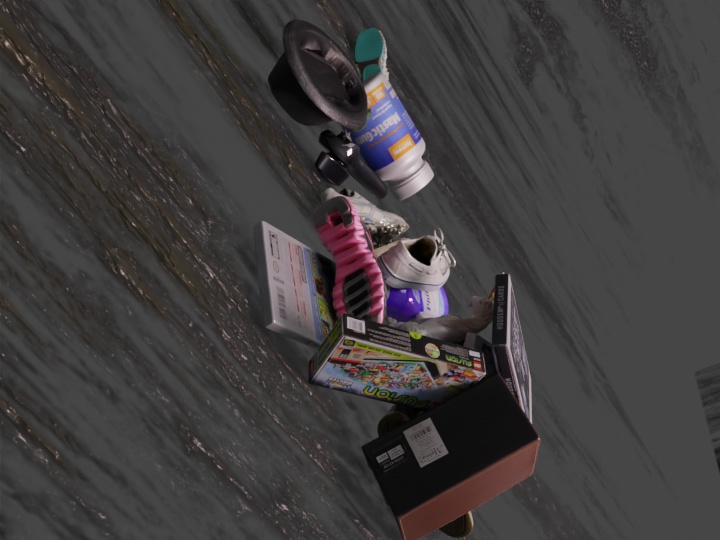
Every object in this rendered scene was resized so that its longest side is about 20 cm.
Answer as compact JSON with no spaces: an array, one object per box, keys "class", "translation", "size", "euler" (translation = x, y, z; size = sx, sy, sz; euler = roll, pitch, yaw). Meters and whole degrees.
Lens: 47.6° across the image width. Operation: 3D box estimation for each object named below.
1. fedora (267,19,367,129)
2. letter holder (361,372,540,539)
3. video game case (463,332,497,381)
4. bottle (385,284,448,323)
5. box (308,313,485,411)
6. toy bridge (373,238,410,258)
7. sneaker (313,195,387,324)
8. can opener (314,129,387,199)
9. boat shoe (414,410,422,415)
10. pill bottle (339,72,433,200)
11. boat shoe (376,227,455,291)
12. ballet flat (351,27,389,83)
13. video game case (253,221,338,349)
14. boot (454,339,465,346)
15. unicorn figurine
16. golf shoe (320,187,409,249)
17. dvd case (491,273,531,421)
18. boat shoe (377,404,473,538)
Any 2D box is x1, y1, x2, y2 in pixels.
[{"class":"fedora","translation":[-0.076,-0.285,1.269],"size":[0.200,0.091,0.203],"euler":[39,37,-36]},{"class":"letter holder","translation":[0.117,0.245,1.039],"size":[0.101,0.197,0.143],"euler":[59,-9,33]},{"class":"video game case","translation":[0.183,0.184,1.178],"size":[0.199,0.018,0.146],"euler":[31,72,-54]},{"class":"bottle","translation":[0.068,0.040,1.274],"size":[0.199,0.065,0.085],"euler":[16,54,-57]},{"class":"box","translation":[0.045,0.121,1.020],"size":[0.196,0.111,0.035],"euler":[16,45,-20]},{"class":"toy bridge","translation":[0.050,-0.027,1.300],"size":[0.199,0.067,0.028],"euler":[-13,76,-63]},{"class":"sneaker","translation":[0.000,0.000,1.115],"size":[0.095,0.078,0.204],"euler":[36,38,-63]},{"class":"can opener","translation":[-0.013,-0.169,1.326],"size":[0.064,0.079,0.199],"euler":[50,11,28]},{"class":"boat shoe","translation":[0.093,0.214,1.183],"size":[0.061,0.072,0.203],"euler":[-12,71,-39]},{"class":"pill bottle","translation":[0.044,-0.228,1.416],"size":[0.202,0.111,0.112],"euler":[56,27,-14]},{"class":"boat shoe","translation":[0.100,-0.024,1.228],"size":[0.201,0.086,0.075],"euler":[4,48,-58]},{"class":"ballet flat","translation":[0.021,-0.383,1.584],"size":[0.072,0.071,0.203],"euler":[38,38,-41]},{"class":"video game case","translation":[-0.063,0.035,1.073],"size":[0.199,0.018,0.146],"euler":[30,42,-49]},{"class":"boot","translation":[0.179,0.151,1.249],"size":[0.131,0.070,0.200],"euler":[40,14,-12]},{"class":"unicorn figurine","translation":[0.109,0.082,1.177],"size":[0.198,0.136,0.075],"euler":[-30,103,-30]},{"class":"golf shoe","translation":[0.008,-0.088,1.273],"size":[0.199,0.078,0.099],"euler":[4,57,-62]},{"class":"dvd case","translation":[0.211,0.130,1.126],"size":[0.151,0.024,0.203],"euler":[-75,153,-53]},{"class":"boat shoe","translation":[0.098,0.269,1.120],"size":[0.203,0.071,0.066],"euler":[56,32,-6]}]
